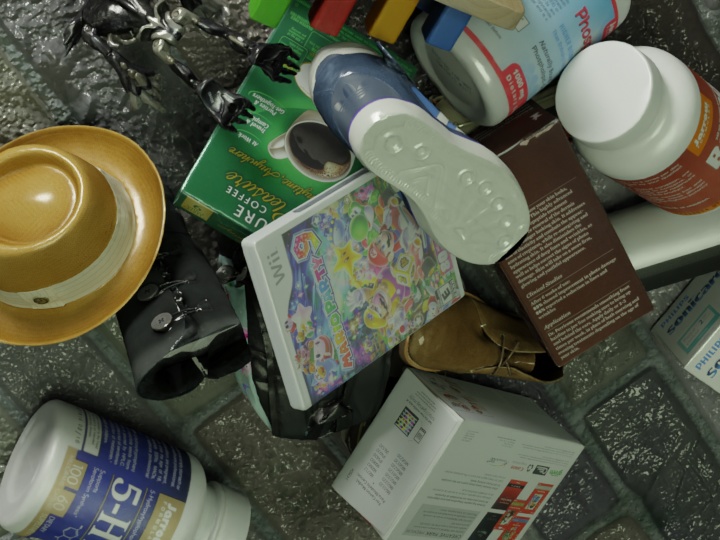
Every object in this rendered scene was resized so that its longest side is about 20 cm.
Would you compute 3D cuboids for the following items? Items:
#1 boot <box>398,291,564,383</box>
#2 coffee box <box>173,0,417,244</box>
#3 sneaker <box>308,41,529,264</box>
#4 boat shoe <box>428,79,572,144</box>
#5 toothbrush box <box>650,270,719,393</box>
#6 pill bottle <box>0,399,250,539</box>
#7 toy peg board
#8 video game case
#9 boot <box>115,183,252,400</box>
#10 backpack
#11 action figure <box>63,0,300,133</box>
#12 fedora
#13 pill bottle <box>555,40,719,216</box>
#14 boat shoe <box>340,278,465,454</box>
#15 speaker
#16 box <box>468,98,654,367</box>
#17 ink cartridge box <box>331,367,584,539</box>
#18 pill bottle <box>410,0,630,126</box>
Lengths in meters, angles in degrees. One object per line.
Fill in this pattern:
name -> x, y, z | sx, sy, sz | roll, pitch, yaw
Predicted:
boot -> 0.113, 0.064, 1.353 | 0.200, 0.075, 0.074 | 8, 103, -50
coffee box -> -0.051, -0.108, 1.233 | 0.123, 0.044, 0.200 | 30, 70, -10
sneaker -> 0.040, -0.100, 1.185 | 0.081, 0.146, 0.200 | -44, 131, 11
boat shoe -> 0.087, -0.124, 1.315 | 0.200, 0.071, 0.063 | -6, 107, -12
toothbrush box -> 0.403, 0.067, 1.476 | 0.200, 0.085, 0.146 | 35, 101, -24
pill bottle -> -0.203, 0.202, 1.356 | 0.200, 0.120, 0.120 | 25, 105, -23
toy peg board -> 0.000, -0.243, 1.180 | 0.199, 0.200, 0.098 | 19, 125, -22
video game case -> 0.000, 0.000, 1.215 | 0.200, 0.018, 0.143 | -33, 118, -38
boot -> -0.189, 0.034, 1.233 | 0.165, 0.200, 0.066 | -33, 139, 2
backpack -> -0.043, 0.040, 1.321 | 0.167, 0.127, 0.200 | -6, 112, -11
action figure -> -0.150, -0.179, 1.199 | 0.119, 0.200, 0.102 | -52, 154, -7
fedora -> -0.253, -0.040, 1.196 | 0.201, 0.201, 0.082 | -35, 154, 2
pill bottle -> 0.245, -0.120, 1.291 | 0.112, 0.112, 0.200 | -54, 145, 12
boat shoe -> 0.046, 0.096, 1.407 | 0.072, 0.060, 0.200 | 22, 106, -23
speaker -> 0.248, -0.019, 1.399 | 0.200, 0.081, 0.081 | -16, 116, -8
box -> 0.153, -0.030, 1.288 | 0.100, 0.075, 0.200 | -31, 116, 0
ink cartridge box -> 0.079, 0.194, 1.402 | 0.200, 0.084, 0.176 | 18, 108, -49
pill bottle -> 0.147, -0.216, 1.257 | 0.200, 0.109, 0.109 | -39, 118, -11
